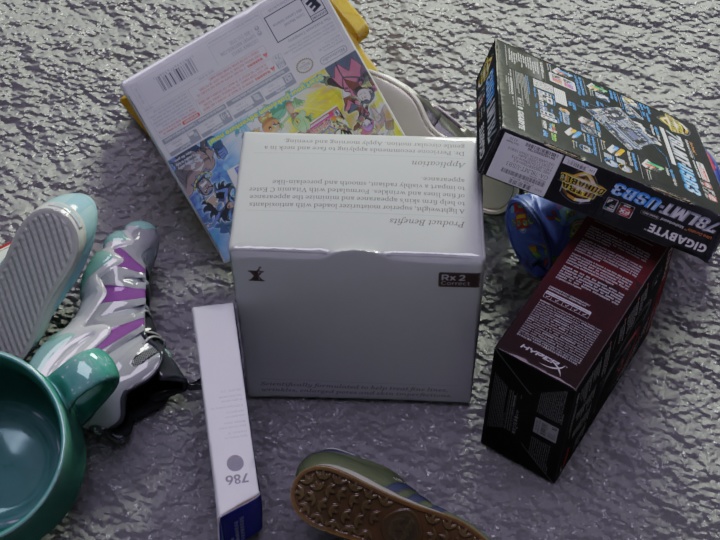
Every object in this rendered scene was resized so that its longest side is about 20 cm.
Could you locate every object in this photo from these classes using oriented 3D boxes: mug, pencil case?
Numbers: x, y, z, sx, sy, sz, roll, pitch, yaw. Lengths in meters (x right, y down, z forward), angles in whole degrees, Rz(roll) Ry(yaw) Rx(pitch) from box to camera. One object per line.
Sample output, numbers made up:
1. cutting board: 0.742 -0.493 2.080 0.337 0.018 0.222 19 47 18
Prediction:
1. mug: -0.276 0.144 1.181 0.184 0.114 0.153 -2 74 1
2. pencil case: 0.232 -0.053 1.360 0.199 0.078 0.087 -18 79 -13

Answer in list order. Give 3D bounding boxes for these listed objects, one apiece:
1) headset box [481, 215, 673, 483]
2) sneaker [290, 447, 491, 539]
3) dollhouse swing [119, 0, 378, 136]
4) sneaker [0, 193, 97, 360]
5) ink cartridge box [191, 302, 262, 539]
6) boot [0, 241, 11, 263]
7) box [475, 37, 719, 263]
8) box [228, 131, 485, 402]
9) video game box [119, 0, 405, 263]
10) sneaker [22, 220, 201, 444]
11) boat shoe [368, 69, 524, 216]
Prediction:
1. headset box: 0.183 0.049 1.238 0.075 0.149 0.200 28 59 18
2. sneaker: 0.038 0.196 1.179 0.199 0.090 0.067 30 99 -5
3. dollhouse swing: -0.082 -0.151 1.465 0.200 0.176 0.181 -40 21 -25
4. sneaker: -0.278 0.016 1.280 0.074 0.200 0.082 42 25 -1
5. ink cartridge box: -0.102 0.136 1.187 0.039 0.100 0.201 -6 67 -5
6. boot: -0.386 0.001 1.336 0.199 0.073 0.144 -32 57 -17
7. box: 0.192 -0.101 1.232 0.197 0.050 0.200 22 27 -9
8. box: 0.000 0.000 1.247 0.197 0.201 0.131 2 51 2
9. video game box: -0.082 -0.135 1.339 0.199 0.047 0.183 -31 98 -6
10. sneaker: -0.183 0.059 1.289 0.139 0.078 0.201 20 65 13
11. boat shoe: 0.066 -0.115 1.405 0.200 0.057 0.067 37 99 12
